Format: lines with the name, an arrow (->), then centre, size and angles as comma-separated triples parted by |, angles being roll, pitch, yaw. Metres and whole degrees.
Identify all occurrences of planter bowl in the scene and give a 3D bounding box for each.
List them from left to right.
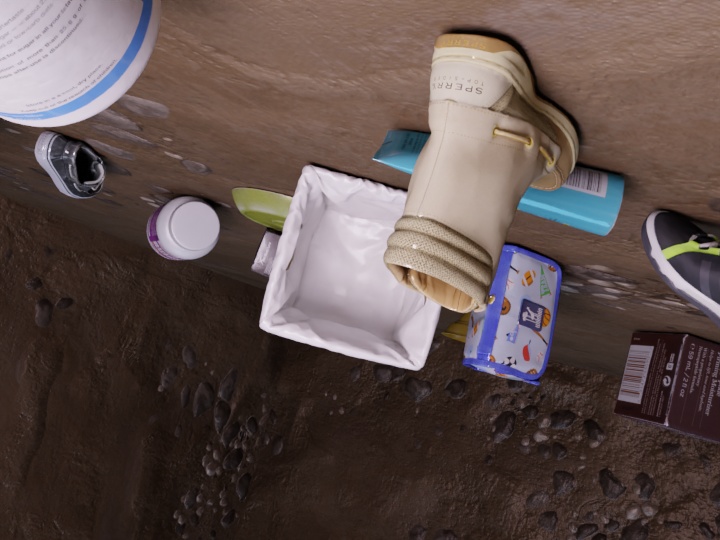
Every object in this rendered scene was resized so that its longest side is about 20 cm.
planter bowl -> 0.294, 0.133, 1.841 | 0.200, 0.084, 0.200 | 16, 174, 2

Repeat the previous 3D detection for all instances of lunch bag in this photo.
lunch bag -> 0.210, 0.065, 1.102 | 0.124, 0.170, 0.200 | 10, 171, 22

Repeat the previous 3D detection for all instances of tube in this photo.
tube -> 0.112, -0.080, 0.658 | 0.200, 0.050, 0.077 | 16, -157, 3

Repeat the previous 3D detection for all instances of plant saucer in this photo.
plant saucer -> -0.107, -0.081, 1.239 | 0.200, 0.031, 0.200 | 15, 174, 2

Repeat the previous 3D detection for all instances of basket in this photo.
basket -> 0.000, 0.000, 0.969 | 0.200, 0.198, 0.161 | 15, 177, -2

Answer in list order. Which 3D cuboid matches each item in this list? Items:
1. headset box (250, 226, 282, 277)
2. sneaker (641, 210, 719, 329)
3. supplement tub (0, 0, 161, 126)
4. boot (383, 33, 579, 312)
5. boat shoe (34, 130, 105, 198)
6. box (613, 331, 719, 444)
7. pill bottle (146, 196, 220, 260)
headset box -> -0.079, -0.010, 1.365 | 0.200, 0.077, 0.149 | 23, -172, -9
sneaker -> 0.323, 0.007, 0.656 | 0.072, 0.083, 0.200 | -15, -126, -35
supplement tub -> -0.190, -0.158, 0.371 | 0.132, 0.132, 0.200 | 14, 173, 11
boot -> 0.086, -0.046, 0.537 | 0.073, 0.156, 0.200 | 12, 173, 28
boat shoe -> -0.432, -0.151, 1.231 | 0.071, 0.072, 0.200 | 19, 172, 5
box -> 0.604, 0.216, 1.446 | 0.200, 0.166, 0.164 | 17, 173, -13
pill bottle -> -0.314, -0.074, 1.425 | 0.112, 0.112, 0.200 | 18, 173, -21
